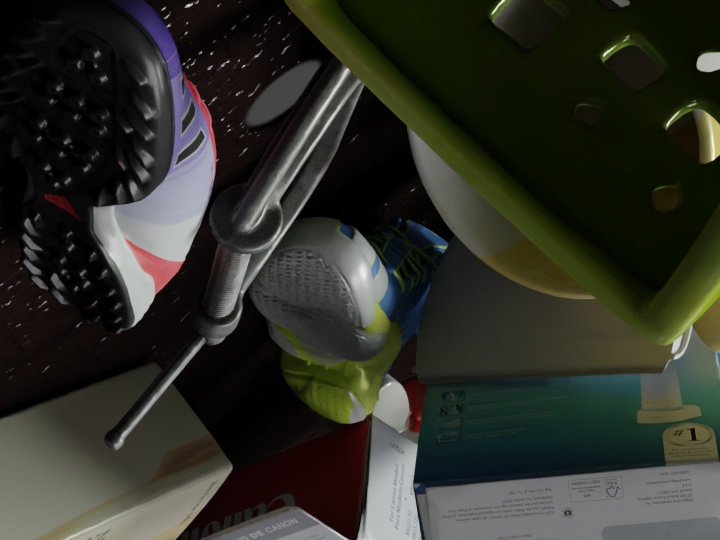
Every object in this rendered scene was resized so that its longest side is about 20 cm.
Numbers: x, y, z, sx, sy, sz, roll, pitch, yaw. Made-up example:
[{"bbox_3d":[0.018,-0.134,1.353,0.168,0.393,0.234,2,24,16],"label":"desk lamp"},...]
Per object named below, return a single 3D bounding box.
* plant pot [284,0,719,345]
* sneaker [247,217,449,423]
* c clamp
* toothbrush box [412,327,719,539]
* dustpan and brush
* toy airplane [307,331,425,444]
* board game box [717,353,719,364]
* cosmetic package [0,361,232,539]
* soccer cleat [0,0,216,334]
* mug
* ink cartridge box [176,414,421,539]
[{"bbox_3d":[0.108,-0.130,0.640,0.181,0.200,0.199,-41,166,-24],"label":"plant pot"},{"bbox_3d":[0.000,0.000,0.998,0.105,0.076,0.200,-54,169,-20],"label":"sneaker"},{"bbox_3d":[-0.039,-0.018,0.801,0.171,0.027,0.200,-55,177,-25],"label":"c clamp"},{"bbox_3d":[0.107,0.088,0.964,0.146,0.085,0.200,-6,-158,7],"label":"toothbrush box"},{"bbox_3d":[0.105,-0.032,0.994,0.139,0.200,0.057,-4,157,25],"label":"dustpan and brush"},{"bbox_3d":[0.059,0.067,1.191,0.200,0.141,0.199,-38,133,11],"label":"toy airplane"},{"bbox_3d":[0.228,0.015,1.144,0.105,0.103,0.200,41,56,-82],"label":"board game box"},{"bbox_3d":[-0.165,0.121,0.916,0.200,0.071,0.105,-20,156,-49],"label":"cosmetic package"},{"bbox_3d":[-0.081,-0.049,0.679,0.073,0.068,0.200,-54,170,-25],"label":"soccer cleat"},{"bbox_3d":[0.124,-0.067,0.905,0.153,0.149,0.187,-34,121,-50],"label":"mug"},{"bbox_3d":[-0.040,0.162,1.116,0.200,0.084,0.175,-25,133,36],"label":"ink cartridge box"}]
